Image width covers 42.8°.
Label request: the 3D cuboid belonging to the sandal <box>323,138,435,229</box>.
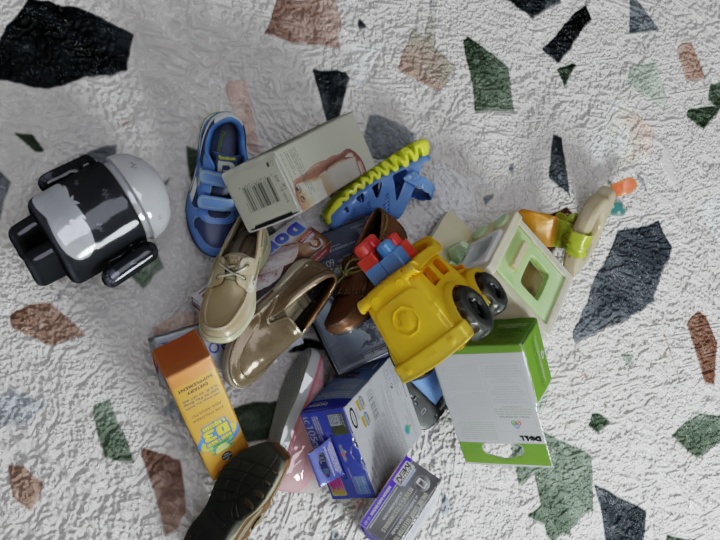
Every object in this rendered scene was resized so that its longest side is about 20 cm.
[{"bbox_3d":[0.036,-0.111,1.332,0.199,0.079,0.088,-33,98,-17],"label":"sandal"}]

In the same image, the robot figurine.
[{"bbox_3d":[-0.337,-0.063,1.163,0.199,0.124,0.152,-33,111,-19],"label":"robot figurine"}]

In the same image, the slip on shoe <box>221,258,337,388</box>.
[{"bbox_3d":[-0.103,0.072,1.204,0.200,0.060,0.076,-50,131,-20],"label":"slip on shoe"}]

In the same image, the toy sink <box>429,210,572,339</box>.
[{"bbox_3d":[0.201,0.000,1.354,0.200,0.112,0.131,45,50,-14],"label":"toy sink"}]

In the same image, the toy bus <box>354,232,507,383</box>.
[{"bbox_3d":[0.079,0.022,1.208,0.193,0.135,0.200,52,29,1],"label":"toy bus"}]

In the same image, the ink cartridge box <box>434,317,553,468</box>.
[{"bbox_3d":[0.199,0.177,1.323,0.076,0.146,0.202,-44,122,-50],"label":"ink cartridge box"}]

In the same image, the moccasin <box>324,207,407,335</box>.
[{"bbox_3d":[0.001,0.000,1.254,0.078,0.073,0.203,48,58,-30],"label":"moccasin"}]

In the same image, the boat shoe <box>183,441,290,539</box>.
[{"bbox_3d":[-0.158,0.309,1.224,0.076,0.074,0.201,45,105,24],"label":"boat shoe"}]

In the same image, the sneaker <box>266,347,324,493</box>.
[{"bbox_3d":[-0.066,0.216,1.286,0.103,0.075,0.203,19,85,-21],"label":"sneaker"}]

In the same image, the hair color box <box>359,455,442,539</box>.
[{"bbox_3d":[0.057,0.330,1.263,0.064,0.200,0.110,33,74,13],"label":"hair color box"}]

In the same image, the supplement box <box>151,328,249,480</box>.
[{"bbox_3d":[-0.201,0.176,1.188,0.066,0.069,0.202,-27,132,-15],"label":"supplement box"}]

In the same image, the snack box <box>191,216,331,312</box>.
[{"bbox_3d":[-0.132,0.004,1.251,0.072,0.024,0.200,34,57,26],"label":"snack box"}]

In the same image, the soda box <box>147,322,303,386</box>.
[{"bbox_3d":[-0.182,0.096,1.248,0.198,0.063,0.069,-17,93,-21],"label":"soda box"}]

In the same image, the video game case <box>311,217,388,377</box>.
[{"bbox_3d":[-0.013,0.034,1.298,0.141,0.019,0.202,-21,71,-21],"label":"video game case"}]

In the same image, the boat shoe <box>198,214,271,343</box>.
[{"bbox_3d":[-0.164,0.004,1.188,0.071,0.065,0.202,8,48,10],"label":"boat shoe"}]

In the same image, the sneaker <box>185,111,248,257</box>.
[{"bbox_3d":[-0.192,-0.119,1.241,0.073,0.082,0.203,3,89,-22],"label":"sneaker"}]

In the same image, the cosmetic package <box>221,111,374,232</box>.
[{"bbox_3d":[-0.078,-0.134,1.227,0.200,0.102,0.088,-39,106,-51],"label":"cosmetic package"}]

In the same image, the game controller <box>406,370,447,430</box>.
[{"bbox_3d":[0.120,0.138,1.377,0.104,0.042,0.201,41,75,-15],"label":"game controller"}]

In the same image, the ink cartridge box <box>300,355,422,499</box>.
[{"bbox_3d":[-0.002,0.215,1.246,0.200,0.075,0.138,-42,116,-57],"label":"ink cartridge box"}]

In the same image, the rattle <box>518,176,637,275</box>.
[{"bbox_3d":[0.341,-0.096,1.478,0.201,0.141,0.131,-55,139,-29],"label":"rattle"}]
